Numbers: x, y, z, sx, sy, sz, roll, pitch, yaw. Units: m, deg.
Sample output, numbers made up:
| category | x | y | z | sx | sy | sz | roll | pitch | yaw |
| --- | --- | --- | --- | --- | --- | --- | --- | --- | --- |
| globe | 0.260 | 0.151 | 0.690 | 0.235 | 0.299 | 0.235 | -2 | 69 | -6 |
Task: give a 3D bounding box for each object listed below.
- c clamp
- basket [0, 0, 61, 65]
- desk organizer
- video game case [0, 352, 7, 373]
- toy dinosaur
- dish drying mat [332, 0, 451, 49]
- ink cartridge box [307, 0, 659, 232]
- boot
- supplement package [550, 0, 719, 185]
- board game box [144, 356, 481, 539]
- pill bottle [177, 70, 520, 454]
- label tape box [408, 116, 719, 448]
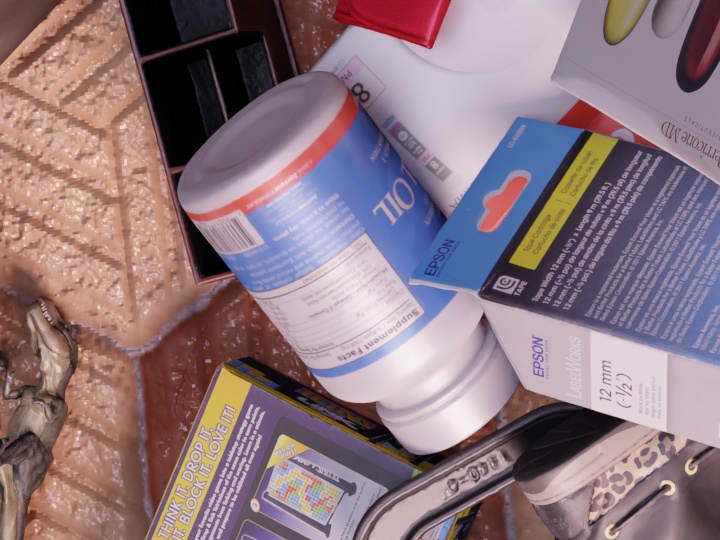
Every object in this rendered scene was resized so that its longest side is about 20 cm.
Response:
| category | x | y | z | sx | sy | sz | roll | pitch | yaw |
| --- | --- | --- | --- | --- | --- | --- | --- | --- | --- |
| c clamp | 0.083 | 0.172 | 1.565 | 0.199 | 0.027 | 0.171 | -34 | 106 | 1 |
| basket | -0.204 | -0.220 | 1.603 | 0.180 | 0.136 | 0.200 | 46 | 110 | 22 |
| desk organizer | -0.077 | -0.097 | 1.598 | 0.071 | 0.077 | 0.201 | -16 | 90 | 18 |
| video game case | -0.276 | -0.027 | 1.611 | 0.023 | 0.182 | 0.201 | -32 | 84 | 2 |
| toy dinosaur | -0.209 | 0.117 | 1.649 | 0.047 | 0.088 | 0.201 | 20 | 99 | 23 |
| dish drying mat | 0.047 | -0.223 | 1.546 | 0.077 | 0.018 | 0.201 | 20 | 87 | 40 |
| ink cartridge box | 0.087 | -0.090 | 1.564 | 0.200 | 0.057 | 0.163 | 47 | 105 | 14 |
| boot | 0.197 | 0.123 | 1.529 | 0.199 | 0.073 | 0.151 | -28 | 103 | -10 |
| supplement package | 0.228 | -0.143 | 1.419 | 0.146 | 0.191 | 0.201 | 15 | 102 | -29 |
| board game box | -0.041 | 0.175 | 1.619 | 0.165 | 0.057 | 0.201 | 27 | 102 | 16 |
| pill bottle | 0.000 | 0.000 | 1.540 | 0.112 | 0.112 | 0.200 | -32 | 111 | 17 |
| label tape box | 0.145 | 0.005 | 1.488 | 0.199 | 0.144 | 0.066 | 15 | 136 | 23 |
